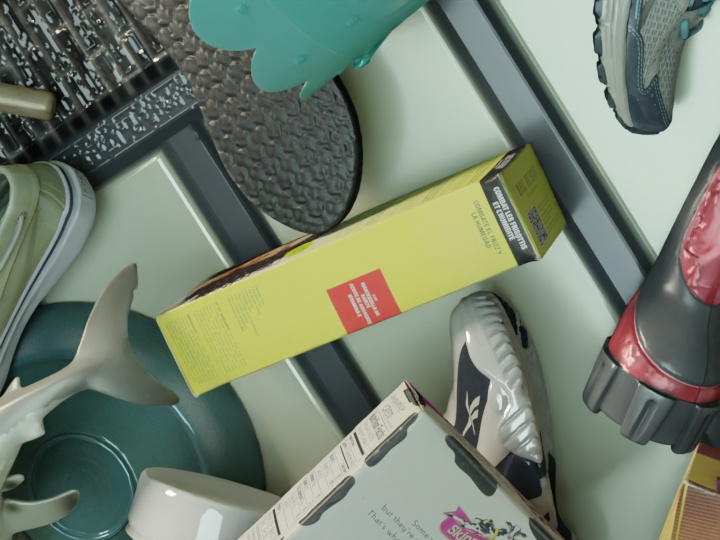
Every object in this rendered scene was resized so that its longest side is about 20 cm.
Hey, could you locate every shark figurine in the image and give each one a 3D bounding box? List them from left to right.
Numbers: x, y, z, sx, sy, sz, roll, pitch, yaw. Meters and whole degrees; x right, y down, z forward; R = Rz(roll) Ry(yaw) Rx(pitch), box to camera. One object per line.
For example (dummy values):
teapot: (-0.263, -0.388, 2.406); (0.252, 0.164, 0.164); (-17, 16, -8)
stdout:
shark figurine: (-0.193, 0.086, 1.081); (0.215, 0.128, 0.090); (-57, 48, 36)

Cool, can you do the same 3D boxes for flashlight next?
flashlight: (0.175, -0.011, 1.003); (0.068, 0.068, 0.200); (28, 112, 8)

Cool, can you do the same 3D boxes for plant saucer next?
plant saucer: (-0.151, 0.117, 1.160); (0.200, 0.027, 0.201); (5, 108, 15)

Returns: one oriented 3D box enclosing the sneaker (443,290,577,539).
sneaker: (0.038, 0.114, 1.073); (0.129, 0.080, 0.200); (-11, 113, 11)

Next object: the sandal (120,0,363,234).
sandal: (-0.057, -0.110, 1.061); (0.075, 0.048, 0.201); (-38, 80, 24)

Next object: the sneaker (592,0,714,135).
sneaker: (0.155, -0.158, 0.963); (0.086, 0.078, 0.201); (7, 108, 11)

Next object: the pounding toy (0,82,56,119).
pounding toy: (-0.307, -0.095, 1.103); (0.200, 0.142, 0.184); (-41, 77, 20)

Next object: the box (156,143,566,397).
box: (0.000, 0.000, 1.056); (0.200, 0.075, 0.050); (-22, 99, 20)

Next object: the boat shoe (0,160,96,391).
boat shoe: (-0.217, 0.020, 1.122); (0.072, 0.062, 0.200); (45, 110, 36)

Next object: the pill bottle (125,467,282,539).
pill bottle: (-0.094, 0.211, 1.080); (0.113, 0.113, 0.201); (16, 92, 12)

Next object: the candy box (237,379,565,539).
candy box: (-0.001, 0.171, 0.996); (0.200, 0.061, 0.136); (-43, 103, 3)

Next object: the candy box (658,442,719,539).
candy box: (0.173, 0.194, 0.969); (0.116, 0.056, 0.200); (21, 109, 10)

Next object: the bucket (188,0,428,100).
bucket: (-0.024, -0.197, 0.941); (0.135, 0.207, 0.207); (-29, 96, 20)
